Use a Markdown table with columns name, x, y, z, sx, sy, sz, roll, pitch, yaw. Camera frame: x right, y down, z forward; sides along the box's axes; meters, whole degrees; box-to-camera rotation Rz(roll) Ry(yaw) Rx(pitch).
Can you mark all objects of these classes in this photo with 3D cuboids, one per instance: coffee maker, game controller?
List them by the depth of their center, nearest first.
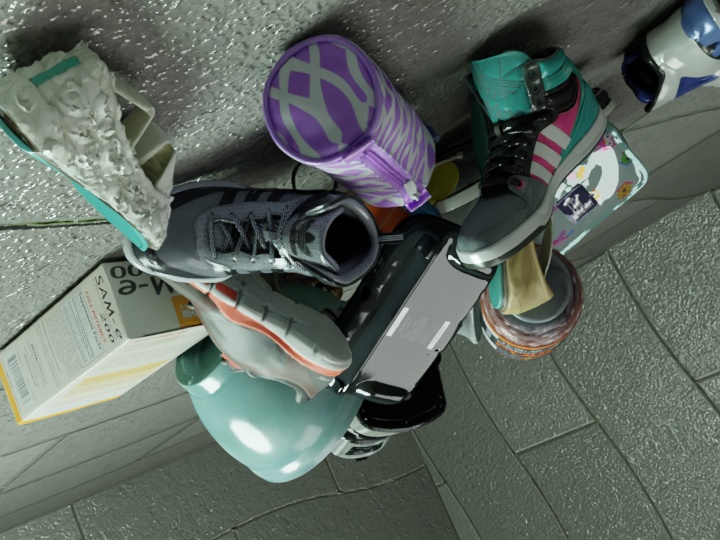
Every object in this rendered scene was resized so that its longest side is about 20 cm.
| name | x | y | z | sx | sy | sz | roll | pitch | yaw |
| --- | --- | --- | --- | --- | --- | --- | --- | --- | --- |
| game controller | 0.038 | 0.041 | 0.737 | 0.103 | 0.042 | 0.201 | 13 | 125 | -29 |
| coffee maker | 0.013 | 0.112 | 0.995 | 0.132 | 0.195 | 0.200 | 16 | 157 | -11 |

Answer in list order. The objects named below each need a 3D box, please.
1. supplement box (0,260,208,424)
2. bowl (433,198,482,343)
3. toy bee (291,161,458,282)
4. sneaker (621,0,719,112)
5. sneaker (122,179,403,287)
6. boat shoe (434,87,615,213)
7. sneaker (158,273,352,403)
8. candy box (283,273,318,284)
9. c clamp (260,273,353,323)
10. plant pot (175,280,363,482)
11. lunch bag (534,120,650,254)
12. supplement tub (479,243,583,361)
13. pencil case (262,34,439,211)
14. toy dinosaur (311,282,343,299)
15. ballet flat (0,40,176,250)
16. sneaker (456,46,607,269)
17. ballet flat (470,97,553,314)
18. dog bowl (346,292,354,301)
| name | x | y | z | sx | sy | sz | roll | pitch | yaw |
| --- | --- | --- | --- | --- | --- | --- | --- | --- | --- |
| supplement box | -0.236 | 0.064 | 0.796 | 0.199 | 0.074 | 0.125 | -33 | 167 | 32 |
| bowl | 0.106 | -0.016 | 1.013 | 0.089 | 0.205 | 0.201 | 3 | 176 | 14 |
| toy bee | 0.032 | -0.057 | 0.758 | 0.130 | 0.201 | 0.109 | -32 | -155 | 7 |
| sneaker | 0.321 | -0.210 | 0.823 | 0.114 | 0.082 | 0.198 | -29 | 163 | 35 |
| sneaker | -0.066 | -0.027 | 0.611 | 0.197 | 0.077 | 0.113 | -4 | -172 | -25 |
| boat shoe | 0.150 | -0.130 | 0.824 | 0.198 | 0.061 | 0.074 | -29 | -172 | 21 |
| sneaker | -0.106 | 0.046 | 0.698 | 0.082 | 0.199 | 0.077 | -53 | -175 | 23 |
| candy box | -0.029 | -0.024 | 0.928 | 0.197 | 0.027 | 0.103 | -17 | 153 | -29 |
| c clamp | 0.000 | 0.000 | 0.813 | 0.199 | 0.171 | 0.027 | -31 | 148 | -28 |
| plant pot | -0.101 | 0.091 | 0.847 | 0.133 | 0.203 | 0.199 | 34 | 130 | -30 |
| lunch bag | 0.235 | -0.097 | 0.969 | 0.170 | 0.123 | 0.200 | -41 | 168 | 16 |
| supplement tub | 0.177 | 0.034 | 0.889 | 0.106 | 0.108 | 0.200 | -26 | 166 | 3 |
| pencil case | 0.000 | -0.092 | 0.586 | 0.083 | 0.086 | 0.200 | -30 | 168 | 13 |
| toy dinosaur | -0.069 | 0.032 | 1.058 | 0.135 | 0.101 | 0.203 | -35 | 138 | -37 |
| ballet flat | -0.135 | -0.063 | 0.473 | 0.071 | 0.073 | 0.200 | -24 | 169 | -5 |
| sneaker | 0.118 | -0.107 | 0.661 | 0.083 | 0.121 | 0.201 | -1 | -137 | 50 |
| ballet flat | 0.140 | -0.063 | 0.764 | 0.062 | 0.204 | 0.069 | -8 | -168 | -4 |
| dog bowl | 0.019 | 0.046 | 1.179 | 0.200 | 0.059 | 0.200 | -47 | -178 | 2 |
